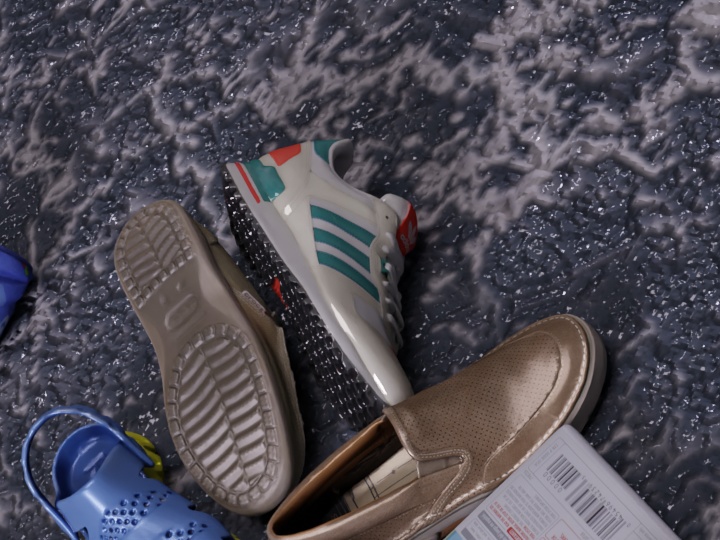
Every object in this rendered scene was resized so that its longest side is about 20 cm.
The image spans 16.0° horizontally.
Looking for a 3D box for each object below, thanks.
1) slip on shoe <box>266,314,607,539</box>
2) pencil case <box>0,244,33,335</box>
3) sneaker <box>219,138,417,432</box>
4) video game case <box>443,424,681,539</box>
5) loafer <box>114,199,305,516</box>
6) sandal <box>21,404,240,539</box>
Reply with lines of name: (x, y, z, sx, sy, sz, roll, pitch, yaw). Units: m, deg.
slip on shoe: (0.037, 0.089, 1.310, 0.200, 0.061, 0.076, -38, 43, 8)
pencil case: (-0.276, 0.057, 1.565, 0.078, 0.087, 0.200, 20, 71, 22)
sneaker: (0.000, 0.000, 1.402, 0.093, 0.070, 0.200, -23, 53, -14)
video game case: (0.089, 0.192, 1.216, 0.182, 0.022, 0.200, -44, 44, 1)
loafer: (-0.072, 0.048, 1.427, 0.076, 0.068, 0.200, -37, 58, 24)
sandal: (-0.126, 0.137, 1.385, 0.079, 0.087, 0.200, -47, 44, -5)
